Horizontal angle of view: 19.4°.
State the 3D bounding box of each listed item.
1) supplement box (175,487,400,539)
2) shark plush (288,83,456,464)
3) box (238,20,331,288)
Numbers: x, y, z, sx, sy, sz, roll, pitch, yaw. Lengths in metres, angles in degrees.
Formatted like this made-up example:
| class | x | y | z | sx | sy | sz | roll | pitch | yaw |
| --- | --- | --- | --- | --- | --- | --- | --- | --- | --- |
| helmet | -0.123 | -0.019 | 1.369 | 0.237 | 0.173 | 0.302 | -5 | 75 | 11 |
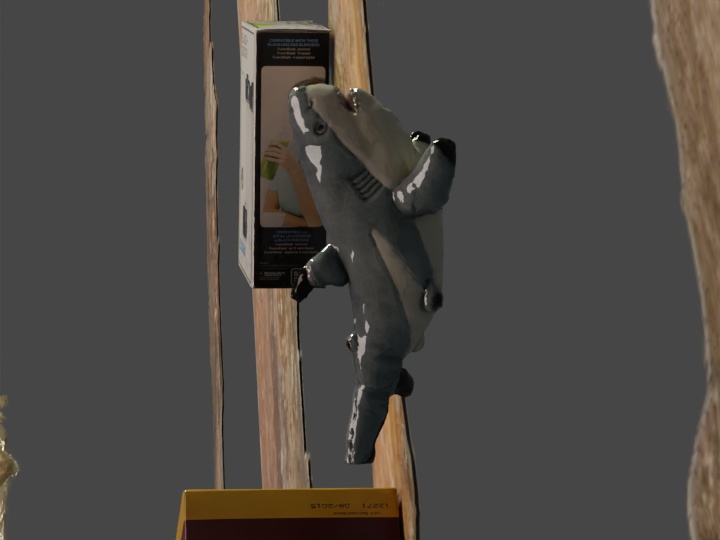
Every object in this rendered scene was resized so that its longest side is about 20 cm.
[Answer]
| class | x | y | z | sx | sy | sz | roll | pitch | yaw |
| --- | --- | --- | --- | --- | --- | --- | --- | --- | --- |
| supplement box | -0.048 | 0.264 | 1.309 | 0.197 | 0.132 | 0.201 | 105 | 163 | -61 |
| shark plush | 0.000 | 0.000 | 1.146 | 0.091 | 0.083 | 0.201 | -114 | 25 | -70 |
| box | -0.060 | -0.093 | 1.652 | 0.117 | 0.060 | 0.201 | -127 | 38 | -76 |
